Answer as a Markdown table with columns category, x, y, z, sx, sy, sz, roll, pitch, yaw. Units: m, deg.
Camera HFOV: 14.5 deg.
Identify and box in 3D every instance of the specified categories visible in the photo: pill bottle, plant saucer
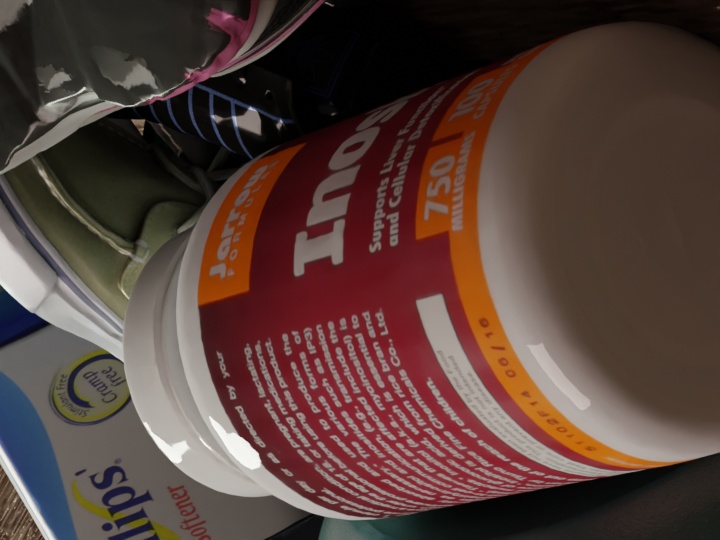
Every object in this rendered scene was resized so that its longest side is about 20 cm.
| category | x | y | z | sx | sy | sz | roll | pitch | yaw |
| --- | --- | --- | --- | --- | --- | --- | --- | --- | --- |
| pill bottle | 0.022 | 0.008 | 0.775 | 0.113 | 0.113 | 0.200 | 33 | 151 | -27 |
| plant saucer | 0.071 | 0.047 | 0.842 | 0.200 | 0.200 | 0.027 | 13 | 134 | 62 |

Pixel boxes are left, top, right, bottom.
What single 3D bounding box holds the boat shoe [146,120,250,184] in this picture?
| category | x | y | z | sx | sy | sz | roll | pitch | yaw |
| --- | --- | --- | --- | --- | --- | --- | --- | --- | --- |
| boat shoe | -0.023 | -0.027 | 0.951 | 0.200 | 0.060 | 0.074 | 44 | 147 | -14 |

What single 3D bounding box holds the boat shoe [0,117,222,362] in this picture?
| category | x | y | z | sx | sy | sz | roll | pitch | yaw |
| --- | --- | --- | --- | --- | --- | --- | --- | --- | --- |
| boat shoe | -0.058 | -0.005 | 0.899 | 0.062 | 0.072 | 0.200 | -27 | 129 | 26 |

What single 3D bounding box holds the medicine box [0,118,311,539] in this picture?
| category | x | y | z | sx | sy | sz | roll | pitch | yaw |
| --- | --- | --- | --- | --- | --- | --- | --- | --- | --- |
| medicine box | -0.113 | 0.012 | 1.074 | 0.200 | 0.103 | 0.182 | 52 | 169 | 43 |

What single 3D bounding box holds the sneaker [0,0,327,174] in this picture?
| category | x | y | z | sx | sy | sz | roll | pitch | yaw |
| --- | --- | --- | --- | --- | --- | --- | --- | --- | --- |
| sneaker | -0.066 | -0.073 | 0.775 | 0.086 | 0.080 | 0.200 | -21 | -166 | -38 |

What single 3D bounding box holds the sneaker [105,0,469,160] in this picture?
| category | x | y | z | sx | sy | sz | roll | pitch | yaw |
| --- | --- | --- | --- | --- | --- | --- | --- | --- | --- |
| sneaker | -0.036 | -0.070 | 0.876 | 0.200 | 0.070 | 0.078 | 27 | 162 | -1 |

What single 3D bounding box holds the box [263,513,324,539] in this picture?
| category | x | y | z | sx | sy | sz | roll | pitch | yaw |
| --- | --- | --- | --- | --- | --- | --- | --- | --- | --- |
| box | 0.079 | 0.154 | 0.981 | 0.124 | 0.196 | 0.200 | 10 | -126 | -65 |

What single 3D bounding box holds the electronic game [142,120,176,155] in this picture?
| category | x | y | z | sx | sy | sz | roll | pitch | yaw |
| --- | --- | --- | --- | --- | --- | --- | --- | --- | --- |
| electronic game | 0.000 | 0.000 | 1.063 | 0.200 | 0.042 | 0.200 | 32 | 154 | 17 |
